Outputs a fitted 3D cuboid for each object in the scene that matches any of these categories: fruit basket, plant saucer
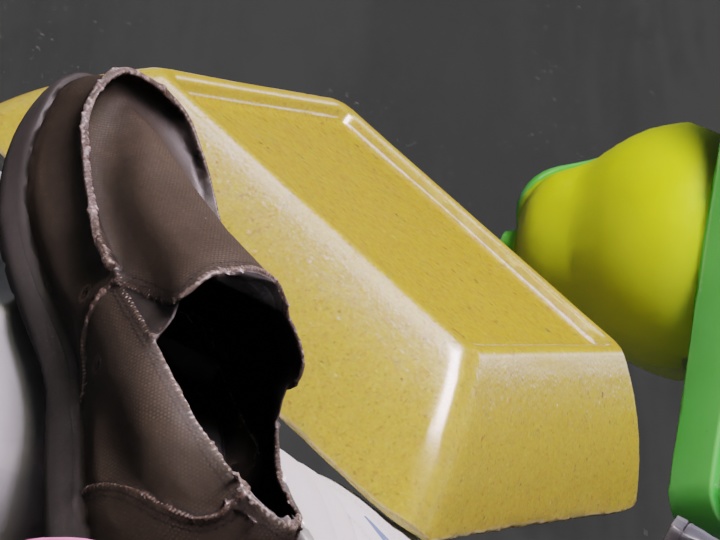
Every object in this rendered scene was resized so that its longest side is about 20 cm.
[{"bbox_3d":[0.159,0.001,1.076,0.155,0.216,0.216,12,34,-34],"label":"fruit basket"},{"bbox_3d":[0.000,0.000,0.965,0.200,0.049,0.200,42,14,19],"label":"plant saucer"}]

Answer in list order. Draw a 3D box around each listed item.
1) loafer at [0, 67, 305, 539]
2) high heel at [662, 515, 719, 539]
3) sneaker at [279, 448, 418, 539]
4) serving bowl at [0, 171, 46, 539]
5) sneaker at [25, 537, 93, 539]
[{"bbox_3d":[-0.046,0.017,0.806,0.073,0.071,0.201,33,33,-42],"label":"loafer"},{"bbox_3d":[0.143,0.142,0.905,0.142,0.072,0.200,28,18,6],"label":"high heel"},{"bbox_3d":[0.014,0.122,0.814,0.087,0.075,0.200,18,31,-35],"label":"sneaker"},{"bbox_3d":[-0.143,0.009,0.838,0.199,0.066,0.200,24,29,-14],"label":"serving bowl"},{"bbox_3d":[-0.062,0.161,0.611,0.079,0.201,0.095,4,-22,21],"label":"sneaker"}]
